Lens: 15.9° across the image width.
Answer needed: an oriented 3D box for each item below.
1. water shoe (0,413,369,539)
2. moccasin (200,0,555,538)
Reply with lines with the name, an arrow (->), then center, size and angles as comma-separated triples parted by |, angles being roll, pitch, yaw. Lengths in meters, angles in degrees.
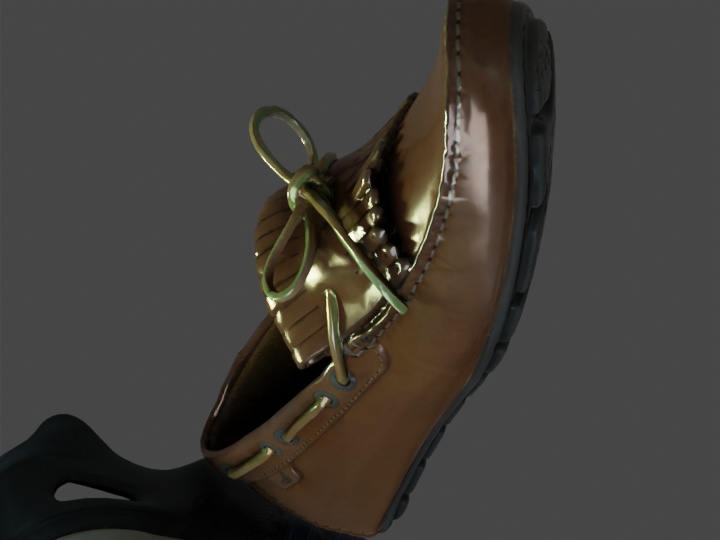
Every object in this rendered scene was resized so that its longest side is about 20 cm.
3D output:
water shoe -> -0.024, 0.089, 0.788 | 0.200, 0.079, 0.071 | 20, 129, -44
moccasin -> 0.000, -0.001, 0.695 | 0.078, 0.074, 0.201 | 15, 147, -8
